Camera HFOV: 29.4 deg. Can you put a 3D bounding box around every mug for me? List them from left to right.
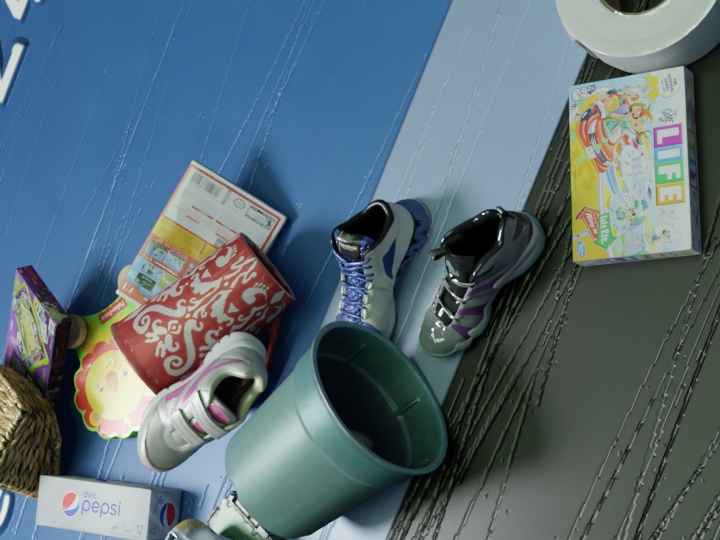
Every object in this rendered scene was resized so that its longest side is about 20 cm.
[{"bbox_3d":[-0.179,0.067,1.704,0.200,0.178,0.133,-40,44,3],"label":"mug"}]

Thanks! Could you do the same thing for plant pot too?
[{"bbox_3d":[-0.040,0.194,1.562,0.196,0.200,0.200,-41,62,28],"label":"plant pot"}]

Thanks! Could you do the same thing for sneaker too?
[{"bbox_3d":[-0.185,0.162,1.611,0.200,0.081,0.088,-48,23,3],"label":"sneaker"},{"bbox_3d":[0.000,-0.001,1.608,0.080,0.115,0.200,22,93,35],"label":"sneaker"},{"bbox_3d":[0.107,0.007,1.522,0.078,0.140,0.200,41,103,31],"label":"sneaker"}]

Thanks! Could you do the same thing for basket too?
[{"bbox_3d":[-0.493,0.207,1.881,0.200,0.149,0.143,24,83,36],"label":"basket"}]

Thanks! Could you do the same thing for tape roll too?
[{"bbox_3d":[0.314,-0.317,1.493,0.202,0.071,0.203,-6,78,31],"label":"tape roll"}]

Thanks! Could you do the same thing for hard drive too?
[{"bbox_3d":[-0.166,0.391,1.688,0.140,0.038,0.200,41,104,31],"label":"hard drive"}]

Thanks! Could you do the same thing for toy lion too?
[{"bbox_3d":[-0.308,0.118,1.822,0.200,0.069,0.192,-36,71,22],"label":"toy lion"}]

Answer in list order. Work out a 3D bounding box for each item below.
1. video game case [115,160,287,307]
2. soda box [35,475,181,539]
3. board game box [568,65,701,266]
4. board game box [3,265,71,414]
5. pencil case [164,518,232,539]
[{"bbox_3d":[-0.203,-0.020,1.756,0.143,0.017,0.200,32,96,3],"label":"video game case"},{"bbox_3d":[-0.330,0.309,1.793,0.200,0.063,0.068,0,82,33],"label":"soda box"},{"bbox_3d":[0.296,-0.111,1.487,0.134,0.034,0.200,-7,77,31],"label":"board game box"},{"bbox_3d":[-0.442,0.106,1.869,0.120,0.032,0.200,44,134,29],"label":"board game box"},{"bbox_3d":[-0.143,0.361,1.604,0.200,0.091,0.083,20,52,32],"label":"pencil case"}]
